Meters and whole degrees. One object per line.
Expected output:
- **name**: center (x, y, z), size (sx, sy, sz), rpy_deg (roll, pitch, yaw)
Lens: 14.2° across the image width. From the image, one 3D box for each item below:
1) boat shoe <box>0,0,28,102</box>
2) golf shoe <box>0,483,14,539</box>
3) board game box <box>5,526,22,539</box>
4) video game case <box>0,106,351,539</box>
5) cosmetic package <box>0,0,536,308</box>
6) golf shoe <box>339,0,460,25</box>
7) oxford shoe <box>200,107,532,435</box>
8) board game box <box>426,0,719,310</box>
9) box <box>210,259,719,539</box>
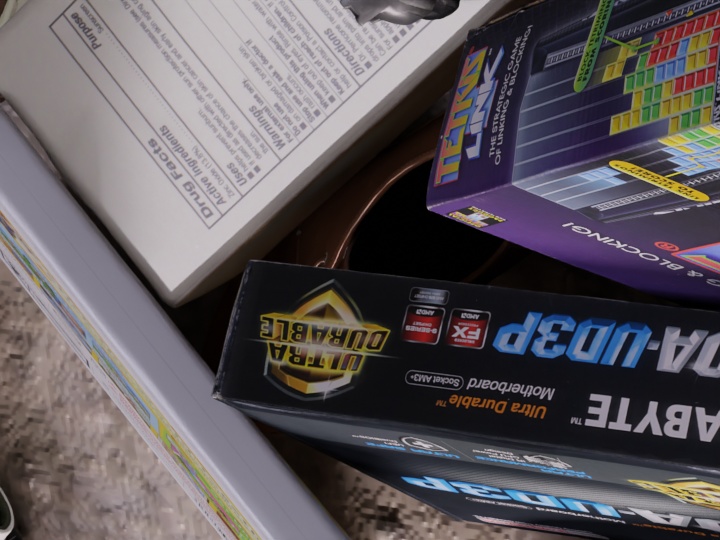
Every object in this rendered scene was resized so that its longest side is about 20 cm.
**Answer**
- **boat shoe**: center (-0.111, -0.131, 0.922), size (0.075, 0.075, 0.202), rpy_deg (29, 141, -7)
- **golf shoe**: center (-0.171, 0.109, 1.056), size (0.097, 0.078, 0.201), rpy_deg (4, 113, 27)
- **board game box**: center (-0.222, 0.045, 1.127), size (0.135, 0.028, 0.201), rpy_deg (-22, 97, 38)
- **video game case**: center (-0.062, 0.043, 0.949), size (0.200, 0.023, 0.182), rpy_deg (51, 172, 5)
- **cosmetic package**: center (-0.009, -0.092, 0.865), size (0.200, 0.071, 0.105), rpy_deg (-40, 85, 25)
- **golf shoe**: center (-0.014, -0.165, 0.777), size (0.094, 0.078, 0.200), rpy_deg (-37, 96, 19)
- **oxford shoe**: center (0.000, 0.000, 0.932), size (0.071, 0.071, 0.200), rpy_deg (50, 131, 2)
- **board game box**: center (0.142, -0.018, 0.724), size (0.199, 0.057, 0.165), rpy_deg (20, 164, -22)
- **box**: center (0.081, 0.048, 0.845), size (0.199, 0.159, 0.046), rpy_deg (6, 76, 32)
